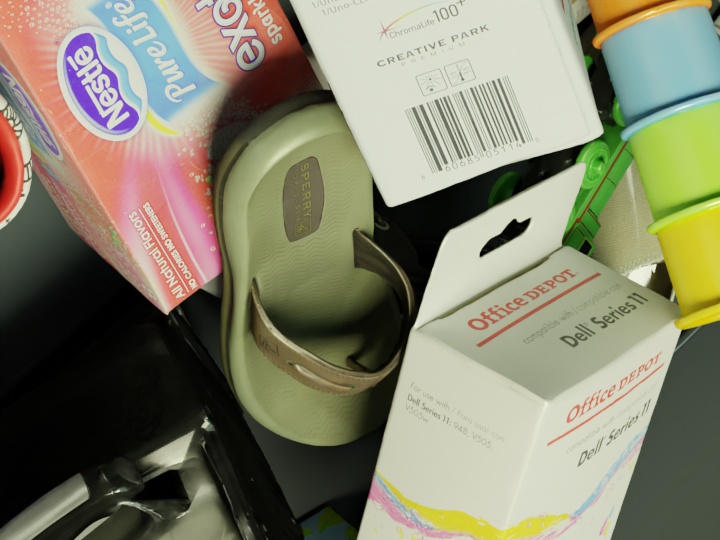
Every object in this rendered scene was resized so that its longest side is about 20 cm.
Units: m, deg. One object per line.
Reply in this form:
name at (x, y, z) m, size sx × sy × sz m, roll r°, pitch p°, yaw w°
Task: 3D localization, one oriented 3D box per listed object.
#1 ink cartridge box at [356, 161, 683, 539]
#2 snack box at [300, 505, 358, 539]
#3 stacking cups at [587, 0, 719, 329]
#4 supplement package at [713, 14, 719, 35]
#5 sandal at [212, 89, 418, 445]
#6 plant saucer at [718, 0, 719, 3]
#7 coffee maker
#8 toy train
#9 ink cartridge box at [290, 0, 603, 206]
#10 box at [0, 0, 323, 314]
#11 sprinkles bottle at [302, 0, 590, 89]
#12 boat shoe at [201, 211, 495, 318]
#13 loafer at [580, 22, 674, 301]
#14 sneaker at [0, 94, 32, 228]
ink cartridge box at (0.065, 0.068, 0.851) m, size 0.117 × 0.067 × 0.201 m, roll -27°, pitch 139°, yaw -49°
snack box at (0.030, 0.229, 0.957) m, size 0.067 × 0.200 × 0.169 m, roll -28°, pitch 125°, yaw -21°
stacking cups at (0.123, -0.079, 0.841) m, size 0.060 × 0.060 × 0.201 m, roll -12°, pitch 79°, yaw -30°
supplement package at (0.309, -0.134, 1.004) m, size 0.200 × 0.151 × 0.152 m, roll -53°, pitch 131°, yaw -2°
sandal at (-0.013, 0.014, 0.804) m, size 0.080 × 0.057 × 0.201 m, roll -36°, pitch 149°, yaw -16°
plant saucer at (0.174, -0.162, 0.877) m, size 0.200 × 0.034 × 0.201 m, roll 30°, pitch 50°, yaw -43°
coffee maker at (-0.132, 0.114, 0.829) m, size 0.199 × 0.192 × 0.135 m, roll -28°, pitch 121°, yaw 1°
toy train at (0.085, -0.028, 0.909) m, size 0.200 × 0.042 × 0.056 m, roll -57°, pitch 144°, yaw -7°
ink cartridge box at (0.012, -0.158, 0.749) m, size 0.083 × 0.200 × 0.176 m, roll -18°, pitch 127°, yaw 11°
box at (-0.096, -0.097, 0.778) m, size 0.102 × 0.095 × 0.200 m, roll -37°, pitch 128°, yaw -13°
sprinkles bottle at (0.065, -0.125, 0.894) m, size 0.200 × 0.068 × 0.068 m, roll -40°, pitch 129°, yaw -13°
boat shoe at (0.000, 0.000, 0.917) m, size 0.199 × 0.069 × 0.057 m, roll 15°, pitch 99°, yaw -45°
loafer at (0.128, -0.027, 0.985) m, size 0.075 × 0.068 × 0.201 m, roll -9°, pitch 117°, yaw -31°
sneaker at (-0.190, -0.087, 0.709) m, size 0.067 × 0.108 × 0.201 m, roll -46°, pitch 130°, yaw -6°
